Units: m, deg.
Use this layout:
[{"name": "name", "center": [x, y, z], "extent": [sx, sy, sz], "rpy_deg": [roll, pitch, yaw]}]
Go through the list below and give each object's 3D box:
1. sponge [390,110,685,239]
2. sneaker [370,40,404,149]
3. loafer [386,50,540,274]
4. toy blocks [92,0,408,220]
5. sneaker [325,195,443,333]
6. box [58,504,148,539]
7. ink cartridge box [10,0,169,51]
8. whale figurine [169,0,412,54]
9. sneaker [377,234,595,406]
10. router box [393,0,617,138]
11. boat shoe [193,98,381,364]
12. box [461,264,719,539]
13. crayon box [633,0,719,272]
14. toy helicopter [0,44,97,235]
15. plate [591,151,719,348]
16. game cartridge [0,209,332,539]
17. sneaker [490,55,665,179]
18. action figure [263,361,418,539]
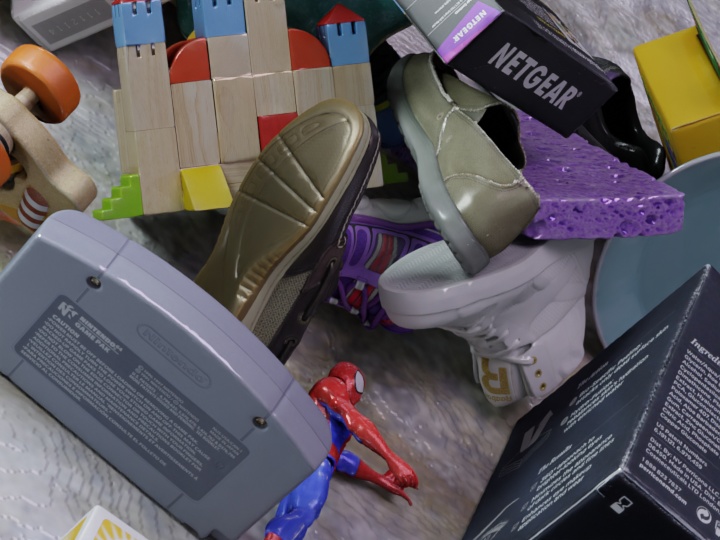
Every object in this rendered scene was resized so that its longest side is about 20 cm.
[{"name": "sponge", "center": [0.111, -0.063, 1.768], "extent": [0.111, 0.030, 0.200], "rpy_deg": [-3, 19, -26]}, {"name": "sneaker", "center": [-0.031, -0.157, 1.817], "extent": [0.066, 0.079, 0.200], "rpy_deg": [-34, 62, -7]}, {"name": "loafer", "center": [0.069, -0.074, 1.678], "extent": [0.075, 0.069, 0.200], "rpy_deg": [55, 11, -37]}, {"name": "toy blocks", "center": [-0.071, -0.110, 1.659], "extent": [0.199, 0.100, 0.137], "rpy_deg": [-7, 94, -17]}, {"name": "sneaker", "center": [0.000, 0.000, 1.702], "extent": [0.199, 0.081, 0.084], "rpy_deg": [-4, 73, -37]}, {"name": "box", "center": [-0.099, 0.233, 1.417], "extent": [0.200, 0.101, 0.113], "rpy_deg": [36, 43, -11]}, {"name": "ink cartridge box", "center": [-0.125, -0.248, 1.701], "extent": [0.045, 0.199, 0.177], "rpy_deg": [44, 32, -50]}, {"name": "whale figurine", "center": [-0.056, -0.207, 1.746], "extent": [0.159, 0.104, 0.200], "rpy_deg": [-41, 63, -14]}, {"name": "sneaker", "center": [0.083, 0.036, 1.703], "extent": [0.200, 0.073, 0.116], "rpy_deg": [-19, 116, -49]}, {"name": "router box", "center": [0.064, -0.168, 1.668], "extent": [0.149, 0.051, 0.200], "rpy_deg": [53, 13, 24]}, {"name": "boat shoe", "center": [-0.044, -0.007, 1.600], "extent": [0.065, 0.200, 0.073], "rpy_deg": [21, 19, -42]}, {"name": "box", "center": [0.162, 0.136, 1.632], "extent": [0.117, 0.197, 0.200], "rpy_deg": [39, 42, -9]}, {"name": "crayon box", "center": [0.235, -0.075, 1.859], "extent": [0.127, 0.051, 0.201], "rpy_deg": [-102, 172, -60]}, {"name": "toy helicopter", "center": [-0.183, -0.030, 1.562], "extent": [0.079, 0.132, 0.200], "rpy_deg": [-50, 116, -29]}, {"name": "plate", "center": [0.249, 0.003, 1.818], "extent": [0.200, 0.200, 0.026], "rpy_deg": [27, 24, -20]}, {"name": "game cartridge", "center": [-0.115, 0.058, 1.518], "extent": [0.200, 0.133, 0.041], "rpy_deg": [41, 49, -7]}, {"name": "sneaker", "center": [0.147, -0.131, 1.908], "extent": [0.076, 0.088, 0.200], "rpy_deg": [-17, 70, -45]}, {"name": "action figure", "center": [-0.008, 0.137, 1.593], "extent": [0.099, 0.065, 0.200], "rpy_deg": [25, 46, -10]}]
